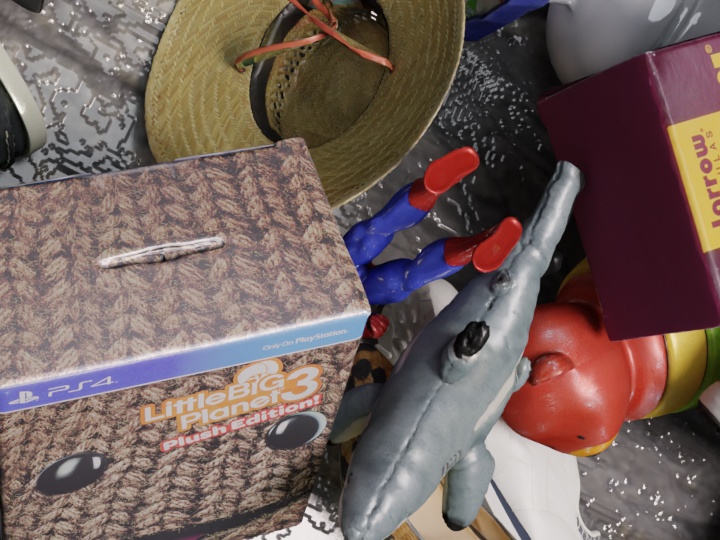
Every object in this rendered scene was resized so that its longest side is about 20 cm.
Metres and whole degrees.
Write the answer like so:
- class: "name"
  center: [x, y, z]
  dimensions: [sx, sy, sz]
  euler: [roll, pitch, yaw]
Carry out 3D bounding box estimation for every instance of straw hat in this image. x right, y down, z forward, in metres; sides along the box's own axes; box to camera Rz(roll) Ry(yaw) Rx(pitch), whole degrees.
- class: "straw hat"
  center: [-0.014, -0.101, 0.736]
  dimensions: [0.203, 0.199, 0.085]
  euler: [-64, 148, -9]

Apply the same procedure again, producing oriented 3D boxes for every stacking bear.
- class: "stacking bear"
  center: [0.153, 0.037, 0.756]
  dimensions: [0.198, 0.121, 0.115]
  euler: [-21, 90, -35]

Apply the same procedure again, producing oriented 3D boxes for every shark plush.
- class: "shark plush"
  center: [0.058, 0.046, 0.653]
  dimensions: [0.091, 0.083, 0.200]
  euler: [44, 90, 12]

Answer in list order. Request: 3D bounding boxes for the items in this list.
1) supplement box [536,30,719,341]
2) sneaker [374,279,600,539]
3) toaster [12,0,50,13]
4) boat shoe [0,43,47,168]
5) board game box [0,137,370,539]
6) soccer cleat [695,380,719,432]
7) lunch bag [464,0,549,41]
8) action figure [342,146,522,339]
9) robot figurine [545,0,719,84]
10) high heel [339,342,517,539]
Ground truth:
- class: "supplement box"
  center: [0.208, -0.058, 0.682]
  dimensions: [0.198, 0.103, 0.133]
  euler: [-18, 91, -23]
- class: "sneaker"
  center: [0.074, 0.091, 0.786]
  dimensions: [0.080, 0.076, 0.202]
  euler: [-27, 102, -30]
- class: "toaster"
  center: [-0.133, -0.239, 0.642]
  dimensions: [0.118, 0.200, 0.182]
  euler: [40, 76, -10]
- class: "boat shoe"
  center: [-0.235, -0.129, 0.669]
  dimensions: [0.066, 0.074, 0.201]
  euler: [-40, 112, -28]
- class: "board game box"
  center: [-0.098, 0.050, 0.641]
  dimensions: [0.157, 0.201, 0.098]
  euler: [-11, 57, -19]
- class: "soccer cleat"
  center: [0.253, 0.087, 0.745]
  dimensions: [0.073, 0.068, 0.199]
  euler: [-47, 139, 11]
- class: "lunch bag"
  center: [0.073, -0.235, 0.732]
  dimensions: [0.122, 0.170, 0.203]
  euler: [-5, 89, -15]
- class: "action figure"
  center: [0.000, 0.000, 0.688]
  dimensions: [0.052, 0.200, 0.066]
  euler: [-40, 95, -31]
- class: "robot figurine"
  center: [0.190, -0.127, 0.800]
  dimensions: [0.199, 0.113, 0.171]
  euler: [30, 39, -17]
- class: "high heel"
  center: [0.066, 0.128, 0.703]
  dimensions: [0.071, 0.141, 0.203]
  euler: [-26, 102, -44]
